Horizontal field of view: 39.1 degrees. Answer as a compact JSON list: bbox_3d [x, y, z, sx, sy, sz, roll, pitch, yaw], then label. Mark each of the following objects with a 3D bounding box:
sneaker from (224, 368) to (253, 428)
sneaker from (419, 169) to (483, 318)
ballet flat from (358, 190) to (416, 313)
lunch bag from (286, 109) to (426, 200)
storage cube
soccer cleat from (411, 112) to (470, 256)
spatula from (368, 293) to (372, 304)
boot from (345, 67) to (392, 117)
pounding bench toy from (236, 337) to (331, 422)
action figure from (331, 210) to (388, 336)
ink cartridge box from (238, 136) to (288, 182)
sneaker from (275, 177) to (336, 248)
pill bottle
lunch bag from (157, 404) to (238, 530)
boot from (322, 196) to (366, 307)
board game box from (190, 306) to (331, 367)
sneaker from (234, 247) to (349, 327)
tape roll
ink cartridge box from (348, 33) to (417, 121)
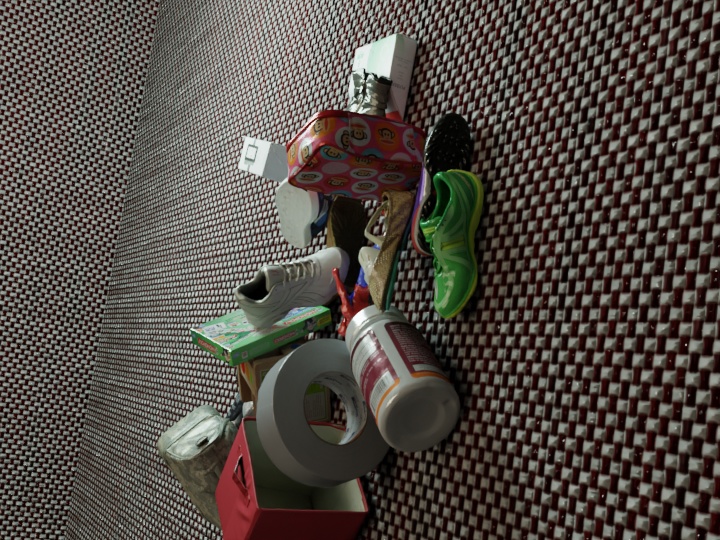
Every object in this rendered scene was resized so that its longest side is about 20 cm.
[{"bbox_3d":[-0.220,0.257,1.937,0.200,0.074,0.116,-45,40,41],"label":"sneaker"},{"bbox_3d":[0.113,-0.036,1.353,0.074,0.082,0.205,-18,64,61],"label":"sneaker"},{"bbox_3d":[0.032,-0.031,1.439,0.071,0.064,0.203,99,-173,-54],"label":"ballet flat"},{"bbox_3d":[-0.010,-0.163,1.535,0.176,0.196,0.084,-36,52,53],"label":"lunch bag"},{"bbox_3d":[-0.112,0.350,1.532,0.172,0.196,0.182,-109,34,-47],"label":"storage cube"},{"bbox_3d":[0.107,-0.121,1.430,0.073,0.067,0.204,172,108,-76],"label":"soccer cleat"},{"bbox_3d":[0.014,0.070,1.585,0.056,0.020,0.204,-19,61,55],"label":"spatula"},{"bbox_3d":[-0.007,-0.266,1.668,0.199,0.067,0.134,20,109,55],"label":"boot"},{"bbox_3d":[-0.132,0.208,1.705,0.156,0.122,0.204,-140,44,-63],"label":"pounding bench toy"},{"bbox_3d":[0.000,0.000,1.560,0.099,0.065,0.203,32,101,47],"label":"action figure"},{"bbox_3d":[-0.162,-0.209,1.966,0.199,0.114,0.069,26,101,65],"label":"ink cartridge box"},{"bbox_3d":[-0.074,-0.140,1.724,0.147,0.080,0.201,-53,-13,-26],"label":"sneaker"},{"bbox_3d":[0.050,0.139,1.373,0.116,0.112,0.201,-66,28,23],"label":"pill bottle"},{"bbox_3d":[-0.253,0.363,1.814,0.202,0.138,0.167,61,165,-19],"label":"lunch bag"},{"bbox_3d":[-0.064,-0.020,1.738,0.199,0.065,0.179,-32,51,58],"label":"boot"},{"bbox_3d":[-0.164,0.093,1.679,0.134,0.198,0.030,21,124,49],"label":"board game box"},{"bbox_3d":[-0.110,0.018,1.601,0.198,0.100,0.079,-30,58,6],"label":"sneaker"},{"bbox_3d":[-0.049,0.204,1.451,0.066,0.197,0.204,-35,49,55],"label":"tape roll"},{"bbox_3d":[0.025,-0.279,1.687,0.160,0.049,0.204,4,81,65],"label":"ink cartridge box"}]
